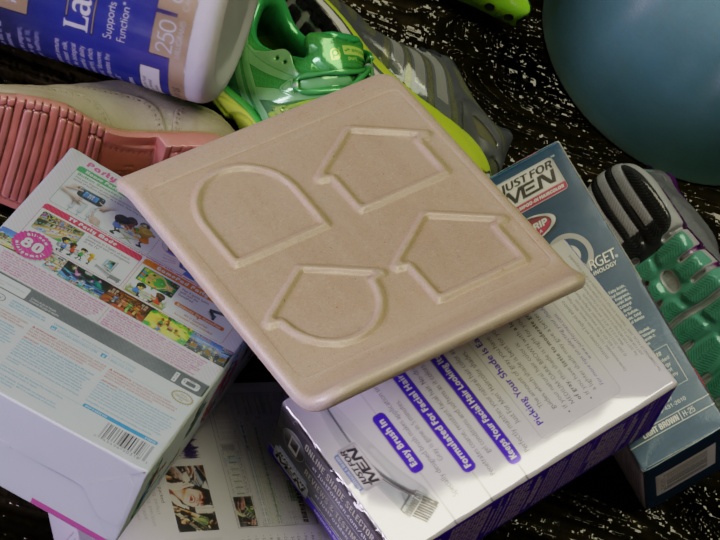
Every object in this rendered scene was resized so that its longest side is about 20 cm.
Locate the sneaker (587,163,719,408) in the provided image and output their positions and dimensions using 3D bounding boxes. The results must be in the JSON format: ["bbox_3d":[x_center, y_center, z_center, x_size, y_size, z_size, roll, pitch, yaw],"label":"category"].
[{"bbox_3d":[0.219,0.017,1.686,0.087,0.074,0.201,-16,75,-60],"label":"sneaker"}]

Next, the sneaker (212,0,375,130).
[{"bbox_3d":[-0.021,-0.094,1.585,0.074,0.084,0.200,-2,38,-50],"label":"sneaker"}]

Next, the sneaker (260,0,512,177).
[{"bbox_3d":[0.012,-0.116,1.673,0.200,0.074,0.081,47,39,0],"label":"sneaker"}]

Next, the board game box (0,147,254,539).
[{"bbox_3d":[-0.143,0.037,1.439,0.147,0.064,0.200,29,39,5],"label":"board game box"}]

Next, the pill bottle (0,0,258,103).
[{"bbox_3d":[-0.162,-0.177,1.559,0.199,0.116,0.116,17,50,6],"label":"pill bottle"}]

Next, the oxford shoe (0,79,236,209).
[{"bbox_3d":[-0.161,-0.076,1.556,0.199,0.071,0.074,12,32,-24],"label":"oxford shoe"}]

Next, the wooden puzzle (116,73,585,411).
[{"bbox_3d":[-0.007,-0.012,1.464,0.184,0.046,0.200,-23,52,-29],"label":"wooden puzzle"}]

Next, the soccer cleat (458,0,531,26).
[{"bbox_3d":[0.113,-0.244,1.815,0.081,0.067,0.201,35,55,-10],"label":"soccer cleat"}]

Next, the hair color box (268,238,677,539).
[{"bbox_3d":[0.061,0.080,1.481,0.199,0.065,0.110,-29,70,-26],"label":"hair color box"}]

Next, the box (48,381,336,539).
[{"bbox_3d":[-0.072,0.131,1.471,0.199,0.036,0.145,-1,59,-27],"label":"box"}]

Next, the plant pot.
[{"bbox_3d":[0.244,-0.183,1.775,0.199,0.161,0.202,14,53,-20],"label":"plant pot"}]

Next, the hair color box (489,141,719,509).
[{"bbox_3d":[0.143,0.033,1.604,0.060,0.100,0.201,-29,71,-3],"label":"hair color box"}]
